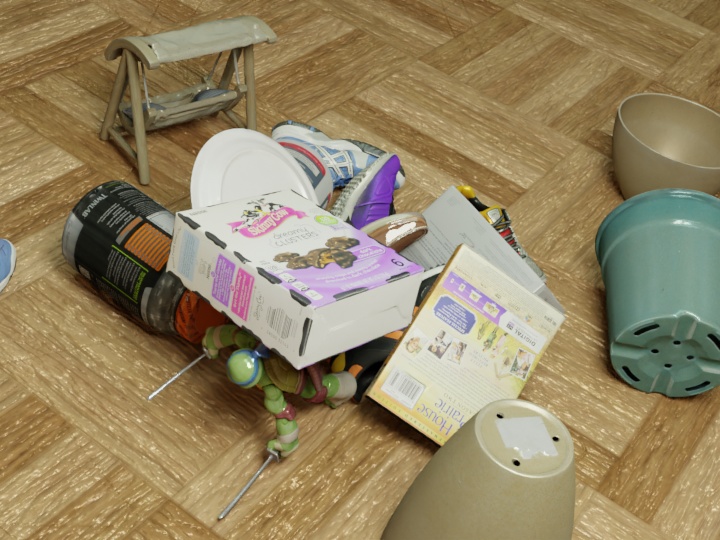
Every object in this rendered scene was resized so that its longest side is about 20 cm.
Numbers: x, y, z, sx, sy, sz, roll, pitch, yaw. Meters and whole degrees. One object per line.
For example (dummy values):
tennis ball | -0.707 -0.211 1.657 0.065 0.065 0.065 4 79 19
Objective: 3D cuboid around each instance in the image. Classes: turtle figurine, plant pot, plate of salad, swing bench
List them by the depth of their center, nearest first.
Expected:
plant pot | 0.127 0.222 1.009 0.185 0.201 0.188 9 38 -7
turtle figurine | -0.107 0.123 1.134 0.143 0.201 0.193 30 17 28
plate of salad | -0.121 -0.065 1.227 0.199 0.048 0.202 21 60 -42
plant pot | 0.390 0.037 1.336 0.198 0.201 0.197 15 46 1
swing bench | -0.240 -0.254 1.471 0.198 0.201 0.130 -20 49 -35
plant pot | 0.467 -0.161 1.631 0.198 0.135 0.201 9 40 -7

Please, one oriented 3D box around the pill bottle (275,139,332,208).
pill bottle | -0.121 -0.070 1.351 0.119 0.120 0.200 20 39 8

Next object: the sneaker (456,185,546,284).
sneaker | 0.174 -0.038 1.434 0.077 0.083 0.200 -20 50 -35

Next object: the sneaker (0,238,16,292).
sneaker | -0.470 0.005 1.187 0.075 0.078 0.199 33 41 25

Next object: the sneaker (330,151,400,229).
sneaker | 0.014 -0.066 1.416 0.099 0.069 0.201 41 56 -13

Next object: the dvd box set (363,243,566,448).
dvd box set | 0.116 0.094 1.174 0.146 0.029 0.201 34 79 -5

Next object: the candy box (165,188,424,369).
candy box | -0.067 0.000 1.071 0.199 0.072 0.167 32 31 31

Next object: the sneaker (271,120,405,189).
sneaker | -0.036 -0.142 1.507 0.198 0.076 0.078 14 64 -3

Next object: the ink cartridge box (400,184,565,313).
ink cartridge box | 0.116 0.028 1.308 0.175 0.084 0.200 -41 52 5

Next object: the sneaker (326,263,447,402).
sneaker | 0.056 0.075 1.218 0.199 0.070 0.090 -32 54 6

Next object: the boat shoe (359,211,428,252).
boat shoe | 0.000 0.000 1.300 0.199 0.076 0.072 -31 72 6

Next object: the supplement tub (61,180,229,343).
supplement tub | -0.239 -0.008 1.237 0.199 0.123 0.122 34 42 22
